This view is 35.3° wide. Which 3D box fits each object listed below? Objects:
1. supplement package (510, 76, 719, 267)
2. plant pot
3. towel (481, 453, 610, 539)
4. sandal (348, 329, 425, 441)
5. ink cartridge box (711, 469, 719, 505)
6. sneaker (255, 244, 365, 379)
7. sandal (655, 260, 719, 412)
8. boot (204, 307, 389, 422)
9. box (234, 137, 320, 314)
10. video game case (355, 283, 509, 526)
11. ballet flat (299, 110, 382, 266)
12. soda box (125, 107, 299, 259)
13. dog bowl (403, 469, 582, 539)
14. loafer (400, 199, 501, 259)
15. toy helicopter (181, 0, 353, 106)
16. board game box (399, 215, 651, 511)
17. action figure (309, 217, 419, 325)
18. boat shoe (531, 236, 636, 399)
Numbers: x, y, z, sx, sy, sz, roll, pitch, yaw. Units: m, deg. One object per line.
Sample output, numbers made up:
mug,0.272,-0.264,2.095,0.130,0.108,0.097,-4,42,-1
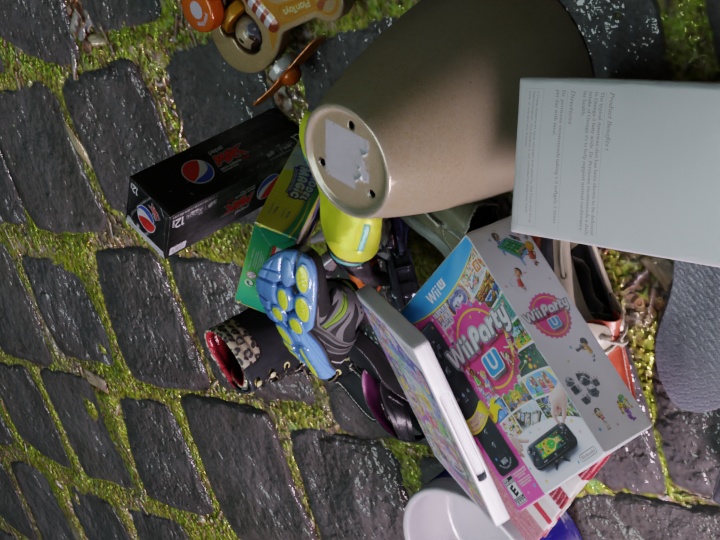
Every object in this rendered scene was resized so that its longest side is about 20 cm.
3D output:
supplement package,0.220,-0.075,0.796,0.199,0.116,0.119,13,104,45
plant pot,0.055,-0.125,0.911,0.186,0.199,0.189,30,135,35
towel,0.151,0.145,1.023,0.144,0.023,0.201,50,144,24
sandal,0.027,0.136,1.210,0.201,0.048,0.075,49,163,-23
ink cartridge box,0.379,0.153,0.856,0.199,0.047,0.200,33,136,35
sneaker,-0.041,0.028,1.053,0.070,0.083,0.200,34,162,25
sandal,0.277,0.018,0.886,0.076,0.043,0.203,18,117,43
boot,-0.066,0.110,1.259,0.205,0.153,0.073,54,144,6
box,-0.061,-0.065,1.117,0.048,0.201,0.118,21,137,0
video game case,0.063,0.119,1.013,0.202,0.018,0.143,65,171,-25
ballet flat,-0.012,-0.095,1.030,0.067,0.066,0.202,111,156,-45
soda box,-0.144,-0.093,1.168,0.071,0.199,0.064,41,140,21
dog bowl,0.143,0.300,1.210,0.199,0.078,0.202,30,135,35
loafer,0.093,-0.054,1.025,0.200,0.075,0.070,49,144,4
toy helicopter,-0.077,-0.238,1.095,0.199,0.079,0.134,-6,111,47
board game box,0.129,0.079,0.938,0.201,0.064,0.148,59,147,15
action figure,0.000,0.000,1.117,0.194,0.103,0.202,112,145,-67
boat shoe,0.196,0.041,0.975,0.062,0.071,0.202,-16,98,50
